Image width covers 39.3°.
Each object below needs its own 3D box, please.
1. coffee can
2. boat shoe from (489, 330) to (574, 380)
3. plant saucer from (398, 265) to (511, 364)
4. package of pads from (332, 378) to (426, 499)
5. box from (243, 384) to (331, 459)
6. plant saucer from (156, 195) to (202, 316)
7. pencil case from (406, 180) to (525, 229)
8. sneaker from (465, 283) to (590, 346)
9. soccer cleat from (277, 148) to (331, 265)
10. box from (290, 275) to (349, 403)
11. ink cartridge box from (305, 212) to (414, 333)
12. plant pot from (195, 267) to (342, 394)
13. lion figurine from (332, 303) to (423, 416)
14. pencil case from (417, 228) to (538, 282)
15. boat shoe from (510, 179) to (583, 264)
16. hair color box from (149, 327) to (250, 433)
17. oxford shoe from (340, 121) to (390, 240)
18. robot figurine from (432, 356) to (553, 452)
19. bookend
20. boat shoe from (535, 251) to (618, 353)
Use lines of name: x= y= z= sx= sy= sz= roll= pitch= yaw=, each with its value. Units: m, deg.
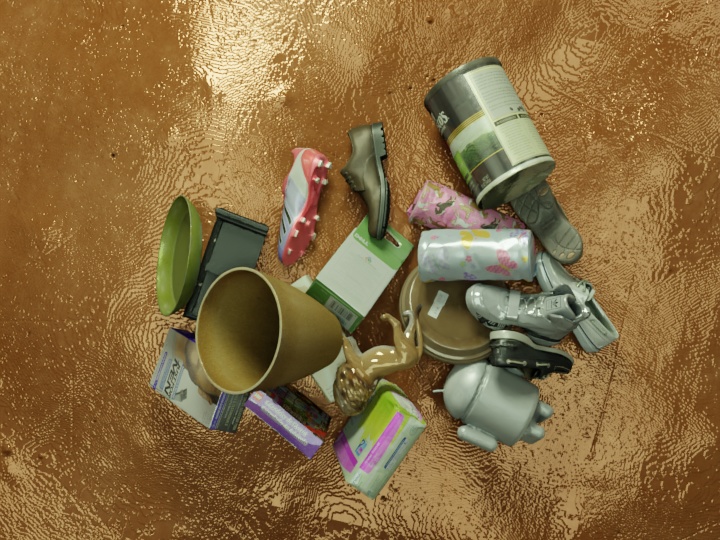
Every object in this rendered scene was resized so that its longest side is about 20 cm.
coffee can: x=0.212 y=-0.225 z=1.656 sx=0.145 sy=0.146 sz=0.202 roll=-27 pitch=75 yaw=1
boat shoe: x=0.286 y=0.152 z=1.678 sx=0.073 sy=0.199 sz=0.061 roll=-8 pitch=68 yaw=43
plant saucer: x=0.163 y=0.059 z=1.700 sx=0.196 sy=0.030 sz=0.203 roll=2 pitch=65 yaw=-3
package of pads: x=0.028 y=0.268 z=1.662 sx=0.068 sy=0.200 sz=0.156 roll=34 pitch=91 yaw=-12
box: x=-0.116 y=0.234 z=1.663 sx=0.136 sy=0.200 sz=0.039 roll=39 pitch=93 yaw=0
plant saucer: x=-0.299 y=-0.023 z=1.679 sx=0.031 sy=0.199 sz=0.204 roll=8 pitch=91 yaw=-25
pencil case: x=0.179 y=-0.081 z=1.713 sx=0.198 sy=0.083 sz=0.087 roll=26 pitch=104 yaw=0
sneaker: x=0.275 y=0.056 z=1.639 sx=0.198 sy=0.115 sz=0.076 roll=22 pitch=59 yaw=-20
soccer cleat: x=-0.110 y=-0.111 z=1.735 sx=0.076 sy=0.066 sz=0.203 roll=21 pitch=98 yaw=32
box: x=-0.072 y=0.115 z=1.722 sx=0.094 sy=0.078 sz=0.201 roll=-36 pitch=91 yaw=0
ink cartridge box: x=0.000 y=0.000 z=1.707 sx=0.103 sy=0.059 sz=0.201 roll=37 pitch=48 yaw=0
plant pot: x=-0.125 y=0.100 z=1.577 sx=0.184 sy=0.199 sz=0.190 roll=-6 pitch=80 yaw=37
lion figurine: x=0.034 y=0.146 z=1.640 sx=0.198 sy=0.072 sz=0.124 roll=-27 pitch=74 yaw=12
pencil case: x=0.189 y=-0.021 z=1.646 sx=0.197 sy=0.084 sz=0.092 roll=-2 pitch=125 yaw=16
boat shoe: x=0.311 y=-0.091 z=1.719 sx=0.074 sy=0.073 sz=0.202 roll=-30 pitch=70 yaw=10
hair color box: x=-0.264 y=0.180 z=1.675 sx=0.199 sy=0.064 sz=0.111 roll=22 pitch=92 yaw=45
oxford shoe: x=0.009 y=-0.148 z=1.725 sx=0.083 sy=0.073 sz=0.204 roll=-6 pitch=79 yaw=3
robot figurine: x=0.223 y=0.220 z=1.701 sx=0.198 sy=0.113 sz=0.171 roll=28 pitch=65 yaw=0
bookend: x=-0.225 y=0.006 z=1.660 sx=0.091 sy=0.199 sz=0.203 roll=19 pitch=92 yaw=-7
boat shoe: x=0.370 y=0.043 z=1.712 sx=0.066 sy=0.074 sz=0.201 roll=-29 pitch=103 yaw=35
